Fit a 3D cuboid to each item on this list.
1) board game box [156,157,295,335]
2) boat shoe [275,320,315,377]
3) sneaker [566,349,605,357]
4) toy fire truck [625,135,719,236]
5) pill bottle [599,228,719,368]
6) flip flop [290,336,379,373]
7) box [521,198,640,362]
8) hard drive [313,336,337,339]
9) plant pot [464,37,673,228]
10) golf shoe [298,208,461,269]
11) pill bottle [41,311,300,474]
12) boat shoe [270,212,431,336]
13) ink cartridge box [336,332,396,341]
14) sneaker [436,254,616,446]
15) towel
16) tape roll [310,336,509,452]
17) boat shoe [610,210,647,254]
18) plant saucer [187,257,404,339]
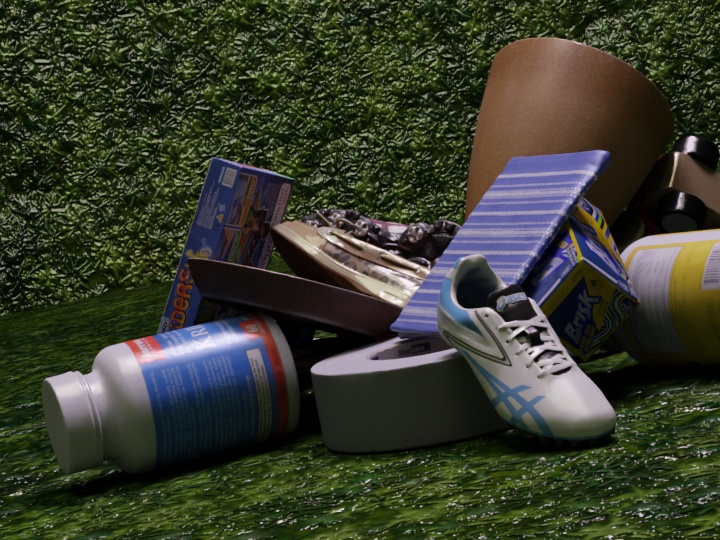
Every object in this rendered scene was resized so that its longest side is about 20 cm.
[{"bbox_3d":[-0.129,-0.002,1.837,0.034,0.200,0.135,19,3,19],"label":"board game box"},{"bbox_3d":[-0.086,0.069,1.813,0.068,0.084,0.200,15,22,8],"label":"boat shoe"},{"bbox_3d":[0.252,0.023,1.816,0.075,0.082,0.200,-7,7,43],"label":"sneaker"},{"bbox_3d":[0.334,-0.037,1.948,0.176,0.129,0.200,27,-34,-14],"label":"toy fire truck"},{"bbox_3d":[0.275,0.024,1.593,0.112,0.112,0.200,-15,6,-39],"label":"pill bottle"},{"bbox_3d":[0.021,0.093,1.752,0.200,0.058,0.081,4,4,-24],"label":"flip flop"},{"bbox_3d":[0.171,-0.007,1.605,0.070,0.064,0.200,-50,17,17],"label":"box"},{"bbox_3d":[-0.074,0.086,2.000,0.132,0.025,0.200,-7,-3,38],"label":"hard drive"},{"bbox_3d":[0.174,-0.085,1.832,0.186,0.186,0.200,-5,52,50],"label":"plant pot"},{"bbox_3d":[0.026,-0.015,1.973,0.200,0.077,0.088,7,-5,24],"label":"golf shoe"},{"bbox_3d":[-0.161,0.108,1.634,0.200,0.113,0.112,-13,5,-21],"label":"pill bottle"},{"bbox_3d":[0.000,0.000,1.829,0.200,0.073,0.063,31,66,29],"label":"boat shoe"},{"bbox_3d":[0.051,0.052,1.932,0.116,0.067,0.200,4,11,24],"label":"ink cartridge box"},{"bbox_3d":[0.118,0.059,1.428,0.072,0.073,0.200,-16,39,-26],"label":"sneaker"},{"bbox_3d":[0.118,-0.020,1.608,0.200,0.024,0.145,-54,23,-18],"label":"towel"},{"bbox_3d":[0.062,0.092,1.581,0.200,0.066,0.200,-12,4,1],"label":"tape roll"},{"bbox_3d":[0.213,-0.004,1.913,0.201,0.066,0.072,-19,29,45],"label":"boat shoe"},{"bbox_3d":[-0.059,0.028,1.711,0.200,0.035,0.200,12,-4,1],"label":"plant saucer"}]
